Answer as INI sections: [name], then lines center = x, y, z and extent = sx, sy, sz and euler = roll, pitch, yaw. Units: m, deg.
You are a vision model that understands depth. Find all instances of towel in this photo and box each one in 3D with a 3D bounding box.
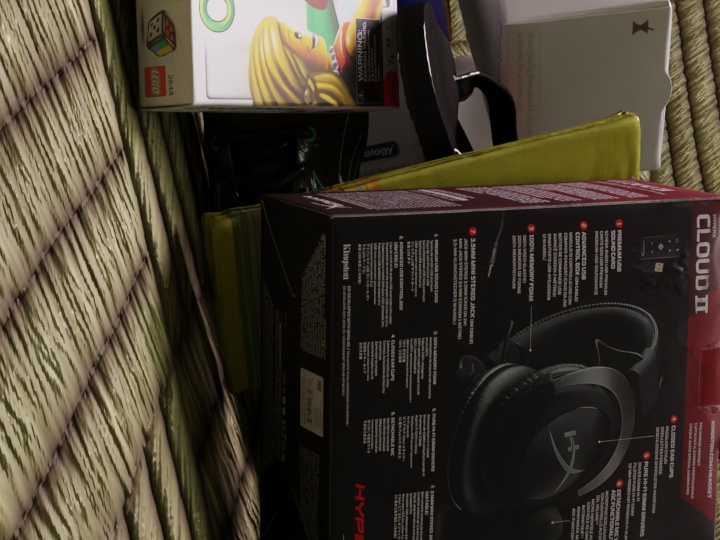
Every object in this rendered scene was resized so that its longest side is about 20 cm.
[towel]
center = 0.030, -0.009, 0.809
extent = 0.018, 0.199, 0.086
euler = -131, -148, -52

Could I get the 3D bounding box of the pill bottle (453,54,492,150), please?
[pill bottle]
center = 0.069, -0.075, 1.144
extent = 0.200, 0.109, 0.110
euler = -90, 169, -85

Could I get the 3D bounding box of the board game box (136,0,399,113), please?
[board game box]
center = -0.037, -0.164, 0.755
extent = 0.126, 0.034, 0.201
euler = -6, 95, -50

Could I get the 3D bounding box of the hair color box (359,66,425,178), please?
[hair color box]
center = 0.000, 0.000, 0.953
extent = 0.061, 0.099, 0.201
euler = -52, 131, -81

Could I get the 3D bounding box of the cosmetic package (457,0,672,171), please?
[cosmetic package]
center = 0.097, -0.149, 0.970
extent = 0.201, 0.084, 0.108
euler = -98, -177, -47

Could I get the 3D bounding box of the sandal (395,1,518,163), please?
[sandal]
center = 0.052, -0.058, 0.860
extent = 0.200, 0.045, 0.076
euler = 65, 16, -69

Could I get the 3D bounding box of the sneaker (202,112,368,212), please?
[sneaker]
center = -0.030, -0.028, 0.830
extent = 0.079, 0.075, 0.201
euler = -79, 160, -65

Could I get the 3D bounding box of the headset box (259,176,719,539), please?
[headset box]
center = 0.063, 0.041, 0.772
extent = 0.077, 0.199, 0.150
euler = 19, -69, 62

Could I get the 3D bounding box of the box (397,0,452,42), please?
[box]
center = -0.014, -0.142, 0.976
extent = 0.200, 0.118, 0.042
euler = -85, 165, -67
